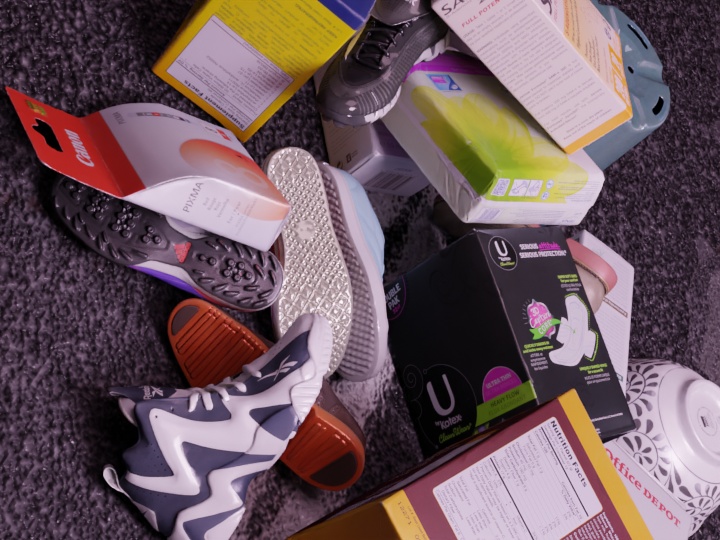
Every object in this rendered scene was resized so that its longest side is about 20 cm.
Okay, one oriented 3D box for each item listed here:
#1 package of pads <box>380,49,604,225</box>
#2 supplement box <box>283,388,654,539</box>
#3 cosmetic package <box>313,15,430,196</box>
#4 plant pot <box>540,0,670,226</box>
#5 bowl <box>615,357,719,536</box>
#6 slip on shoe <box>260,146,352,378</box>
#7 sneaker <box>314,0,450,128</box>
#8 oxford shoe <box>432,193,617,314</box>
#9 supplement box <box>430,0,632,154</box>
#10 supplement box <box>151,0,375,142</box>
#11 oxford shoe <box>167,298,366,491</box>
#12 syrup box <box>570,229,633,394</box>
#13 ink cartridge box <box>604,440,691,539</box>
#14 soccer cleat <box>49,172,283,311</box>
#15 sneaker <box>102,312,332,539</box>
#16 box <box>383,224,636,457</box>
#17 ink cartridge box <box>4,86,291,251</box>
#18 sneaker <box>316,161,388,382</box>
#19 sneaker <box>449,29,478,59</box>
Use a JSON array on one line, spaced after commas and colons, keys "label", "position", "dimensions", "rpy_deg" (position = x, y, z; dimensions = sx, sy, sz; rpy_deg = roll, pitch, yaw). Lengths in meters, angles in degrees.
[{"label": "package of pads", "position": [0.113, -0.123, 1.148], "dimensions": [0.153, 0.068, 0.201], "rpy_deg": [-1, 44, -39]}, {"label": "supplement box", "position": [0.073, 0.211, 0.954], "dimensions": [0.199, 0.197, 0.134], "rpy_deg": [-23, 82, -34]}, {"label": "cosmetic package", "position": [0.014, -0.180, 1.238], "dimensions": [0.101, 0.074, 0.202], "rpy_deg": [6, 64, -39]}, {"label": "plant pot", "position": [0.202, -0.167, 1.306], "dimensions": [0.199, 0.196, 0.202], "rpy_deg": [21, 54, -32]}, {"label": "bowl", "position": [0.331, 0.170, 1.300], "dimensions": [0.199, 0.094, 0.202], "rpy_deg": [20, 56, -32]}, {"label": "slip on shoe", "position": [-0.053, -0.004, 1.079], "dimensions": [0.073, 0.061, 0.202], "rpy_deg": [-9, 88, -19]}, {"label": "sneaker", "position": [0.023, -0.198, 1.064], "dimensions": [0.066, 0.091, 0.200], "rpy_deg": [27, 46, 16]}, {"label": "oxford shoe", "position": [0.147, -0.012, 1.224], "dimensions": [0.199, 0.071, 0.075], "rpy_deg": [27, 70, 21]}, {"label": "supplement box", "position": [0.150, -0.216, 1.090], "dimensions": [0.200, 0.073, 0.127], "rpy_deg": [41, 34, -30]}, {"label": "supplement box", "position": [-0.076, -0.225, 1.090], "dimensions": [0.109, 0.200, 0.110], "rpy_deg": [37, 47, -16]}, {"label": "oxford shoe", "position": [-0.076, 0.094, 1.021], "dimensions": [0.200, 0.071, 0.073], "rpy_deg": [46, 18, -9]}, {"label": "syrup box", "position": [0.217, 0.069, 1.267], "dimensions": [0.081, 0.079, 0.201], "rpy_deg": [33, 49, -22]}, {"label": "ink cartridge box", "position": [0.213, 0.268, 1.146], "dimensions": [0.144, 0.084, 0.201], "rpy_deg": [43, 47, -15]}, {"label": "soccer cleat", "position": [-0.158, -0.020, 1.012], "dimensions": [0.199, 0.073, 0.069], "rpy_deg": [25, 76, -8]}, {"label": "sneaker", "position": [-0.115, 0.097, 0.928], "dimensions": [0.129, 0.079, 0.200], "rpy_deg": [33, 88, -11]}, {"label": "box", "position": [0.127, 0.080, 1.132], "dimensions": [0.124, 0.148, 0.202], "rpy_deg": [-3, 69, -43]}, {"label": "ink cartridge box", "position": [-0.168, -0.098, 0.988], "dimensions": [0.199, 0.050, 0.162], "rpy_deg": [24, 16, -34]}, {"label": "sneaker", "position": [0.000, 0.000, 1.124], "dimensions": [0.082, 0.073, 0.202], "rpy_deg": [6, 70, -52]}, {"label": "sneaker", "position": [0.104, -0.282, 1.204], "dimensions": [0.072, 0.115, 0.201], "rpy_deg": [1, 36, -40]}]
